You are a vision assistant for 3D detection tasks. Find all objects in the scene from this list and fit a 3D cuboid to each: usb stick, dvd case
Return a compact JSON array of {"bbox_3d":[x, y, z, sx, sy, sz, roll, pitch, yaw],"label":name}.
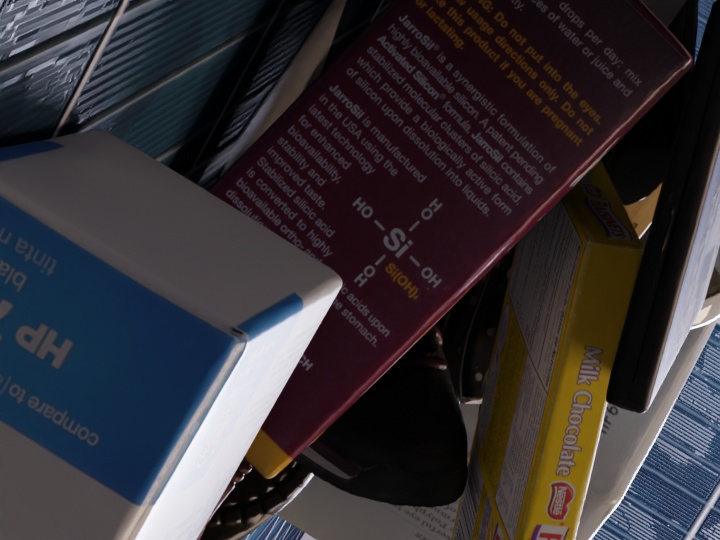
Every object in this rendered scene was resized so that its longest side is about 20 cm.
[{"bbox_3d":[0.115,-0.118,1.148,0.055,0.032,0.201,129,-26,-52],"label":"usb stick"},{"bbox_3d":[0.127,-0.037,1.066,0.200,0.017,0.143,-38,143,-74],"label":"dvd case"}]

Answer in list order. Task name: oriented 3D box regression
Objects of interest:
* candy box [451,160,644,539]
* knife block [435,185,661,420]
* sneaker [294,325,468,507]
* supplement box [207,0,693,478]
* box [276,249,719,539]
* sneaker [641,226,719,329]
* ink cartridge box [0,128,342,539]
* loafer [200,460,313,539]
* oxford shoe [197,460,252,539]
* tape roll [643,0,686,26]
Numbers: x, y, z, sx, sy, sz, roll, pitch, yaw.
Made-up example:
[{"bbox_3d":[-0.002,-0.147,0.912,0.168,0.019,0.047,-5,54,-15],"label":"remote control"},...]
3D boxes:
[{"bbox_3d":[0.065,0.061,1.090,0.102,0.026,0.201,-110,-152,-64],"label":"candy box"},{"bbox_3d":[0.064,-0.029,1.231,0.176,0.064,0.200,-53,-148,29],"label":"knife block"},{"bbox_3d":[0.000,0.000,1.165,0.200,0.075,0.116,-123,-138,-53],"label":"sneaker"},{"bbox_3d":[0.016,-0.032,1.002,0.200,0.086,0.110,-45,178,7],"label":"supplement box"},{"bbox_3d":[0.053,0.035,1.424,0.200,0.199,0.172,-56,175,-37],"label":"box"},{"bbox_3d":[0.076,-0.039,1.292,0.077,0.199,0.082,-33,145,-61],"label":"sneaker"},{"bbox_3d":[-0.096,0.073,0.728,0.200,0.086,0.146,-58,176,9],"label":"ink cartridge box"},{"bbox_3d":[-0.085,0.099,1.232,0.200,0.073,0.071,-48,-171,-20],"label":"loafer"},{"bbox_3d":[-0.083,0.066,1.127,0.075,0.070,0.201,1,-120,58],"label":"oxford shoe"},{"bbox_3d":[0.090,-0.151,1.134,0.203,0.037,0.203,-51,-156,34],"label":"tape roll"}]
